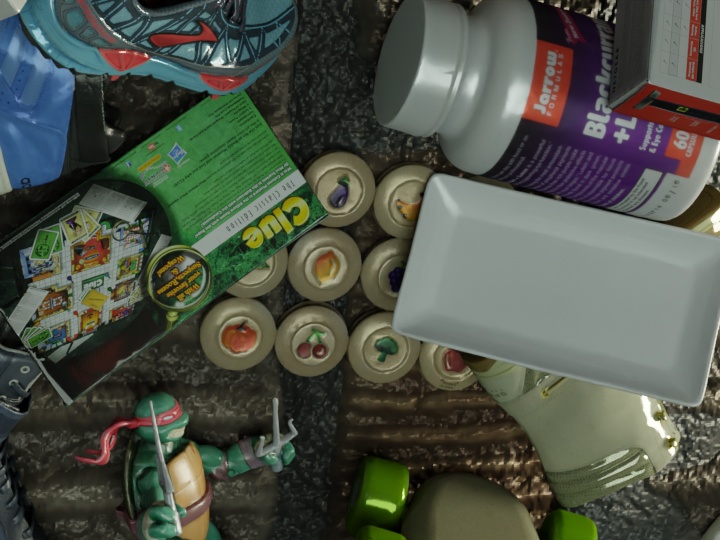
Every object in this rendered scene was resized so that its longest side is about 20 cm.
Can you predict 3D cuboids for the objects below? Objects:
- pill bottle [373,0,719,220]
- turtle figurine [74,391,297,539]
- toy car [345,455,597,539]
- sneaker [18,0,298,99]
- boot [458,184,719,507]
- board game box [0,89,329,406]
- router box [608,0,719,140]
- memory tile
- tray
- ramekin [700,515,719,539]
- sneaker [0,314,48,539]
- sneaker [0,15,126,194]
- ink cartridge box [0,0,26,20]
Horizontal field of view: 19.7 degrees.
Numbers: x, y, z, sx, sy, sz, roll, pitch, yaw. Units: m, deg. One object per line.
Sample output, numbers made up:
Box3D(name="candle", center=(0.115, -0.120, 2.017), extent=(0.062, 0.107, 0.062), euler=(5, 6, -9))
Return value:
Box3D(name="pill bottle", center=(0.114, -0.105, 1.271), extent=(0.198, 0.112, 0.112), euler=(13, 106, -18))
Box3D(name="turtle figurine", center=(-0.105, 0.147, 1.321), extent=(0.149, 0.100, 0.202), euler=(-35, 124, -45))
Box3D(name="toy car", center=(0.051, 0.250, 1.376), extent=(0.163, 0.158, 0.201), euler=(16, 118, -6))
Box3D(name="sneaker", center=(-0.094, -0.152, 1.172), extent=(0.095, 0.080, 0.199), euler=(-33, 164, 37))
Box3D(name="boot", center=(0.179, 0.050, 1.368), extent=(0.199, 0.072, 0.155), euler=(-36, 117, -4))
Box3D(name="board game box", center=(-0.126, -0.019, 1.249), extent=(0.199, 0.023, 0.105), euler=(-36, 94, -15))
Box3D(name="router box", center=(0.245, -0.173, 1.255), extent=(0.178, 0.049, 0.202), euler=(14, 70, -18))
Box3D(name="memory tile", center=(0.000, 0.000, 1.334), extent=(0.198, 0.017, 0.155), euler=(6, 108, -16))
Box3D(name="tray", center=(0.127, 0.012, 1.297), extent=(0.198, 0.022, 0.108), euler=(14, 82, 10))
Box3D(name="ramekin", center=(0.331, 0.249, 1.465), extent=(0.200, 0.094, 0.204), euler=(-5, 111, -12))
Box3D(name="sneaker", center=(-0.217, 0.112, 1.288), extent=(0.146, 0.077, 0.202), euler=(-43, 113, 7))
Box3D(name="sneaker", center=(-0.193, -0.146, 1.198), extent=(0.110, 0.077, 0.202), euler=(-14, 114, -6))
Box3D(name="ink cartridge box", center=(-0.242, -0.179, 1.082), extent=(0.198, 0.068, 0.118), euler=(-16, 122, 25))
